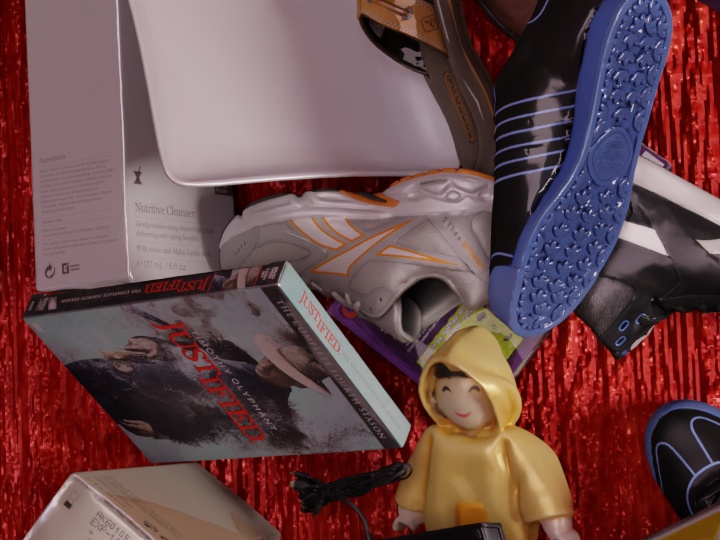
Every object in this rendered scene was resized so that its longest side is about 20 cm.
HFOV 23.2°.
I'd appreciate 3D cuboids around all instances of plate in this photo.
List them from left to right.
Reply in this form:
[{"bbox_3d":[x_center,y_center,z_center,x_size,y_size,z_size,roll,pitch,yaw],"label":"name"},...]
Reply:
[{"bbox_3d":[-0.050,-0.140,1.057,0.032,0.199,0.201,-40,60,54],"label":"plate"}]

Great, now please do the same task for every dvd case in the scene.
[{"bbox_3d":[-0.087,0.059,1.038,0.199,0.146,0.022,-8,43,34],"label":"dvd case"}]

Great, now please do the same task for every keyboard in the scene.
[{"bbox_3d":[0.013,0.171,1.035,0.200,0.021,0.128,-19,87,47],"label":"keyboard"}]

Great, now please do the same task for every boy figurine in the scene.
[{"bbox_3d":[0.072,0.135,1.028,0.124,0.064,0.201,8,103,35],"label":"boy figurine"}]

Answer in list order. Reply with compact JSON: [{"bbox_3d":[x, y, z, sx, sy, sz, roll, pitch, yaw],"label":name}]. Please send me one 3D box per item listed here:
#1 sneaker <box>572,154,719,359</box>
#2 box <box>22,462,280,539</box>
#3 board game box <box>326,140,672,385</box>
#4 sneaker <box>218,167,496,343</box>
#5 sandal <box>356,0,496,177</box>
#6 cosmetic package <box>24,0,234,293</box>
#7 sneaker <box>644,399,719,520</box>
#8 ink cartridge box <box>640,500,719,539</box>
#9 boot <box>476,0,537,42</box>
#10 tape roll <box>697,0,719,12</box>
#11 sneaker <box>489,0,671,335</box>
[{"bbox_3d":[0.197,0.014,1.021,0.199,0.073,0.112,28,99,6],"label":"sneaker"},{"bbox_3d":[-0.127,0.173,1.031,0.078,0.200,0.095,36,96,14],"label":"box"},{"bbox_3d":[0.085,-0.018,1.078,0.120,0.032,0.200,38,95,10],"label":"board game box"},{"bbox_3d":[0.000,0.000,1.042,0.199,0.076,0.092,-10,73,30],"label":"sneaker"},{"bbox_3d":[0.030,-0.143,1.043,0.054,0.082,0.201,-22,92,-10],"label":"sandal"},{"bbox_3d":[-0.142,-0.086,1.093,0.081,0.113,0.201,-4,87,32],"label":"cosmetic package"},{"bbox_3d":[0.233,0.156,1.000,0.070,0.078,0.200,-41,78,9],"label":"sneaker"},{"bbox_3d":[0.211,0.233,0.963,0.198,0.047,0.201,-40,72,49],"label":"ink cartridge box"},{"bbox_3d":[0.082,-0.211,1.001,0.068,0.200,0.188,-44,75,-4],"label":"boot"},{"bbox_3d":[0.168,-0.227,0.981,0.200,0.200,0.085,35,96,14],"label":"tape roll"},{"bbox_3d":[0.106,-0.068,0.969,0.078,0.070,0.201,31,106,47],"label":"sneaker"}]
